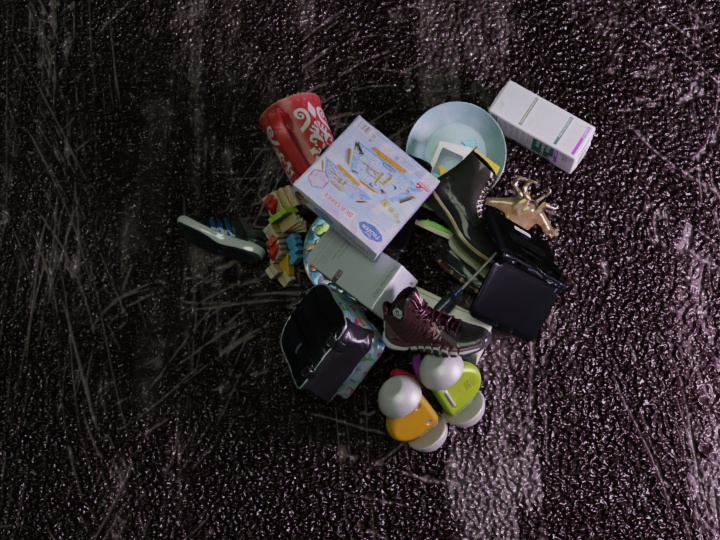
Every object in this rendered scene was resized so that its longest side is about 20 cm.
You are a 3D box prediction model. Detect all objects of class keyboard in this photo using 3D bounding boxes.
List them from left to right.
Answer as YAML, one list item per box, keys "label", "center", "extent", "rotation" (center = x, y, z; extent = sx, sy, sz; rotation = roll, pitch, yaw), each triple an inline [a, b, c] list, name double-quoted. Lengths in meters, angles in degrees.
- label: "keyboard"
  center: [0.061, -0.132, 1.583]
  extent: [0.103, 0.040, 0.201]
  rotation: [23, 68, -8]

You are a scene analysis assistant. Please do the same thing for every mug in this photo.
- label: "mug"
  center: [-0.122, -0.234, 1.670]
  extent: [0.133, 0.177, 0.201]
  rotation: [-34, 75, 43]

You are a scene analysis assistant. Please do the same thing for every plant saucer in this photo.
- label: "plant saucer"
  center: [0.190, -0.233, 1.669]
  extent: [0.199, 0.039, 0.203]
  rotation: [0, 92, 5]

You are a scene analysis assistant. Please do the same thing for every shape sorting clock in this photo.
- label: "shape sorting clock"
  center: [-0.020, -0.039, 1.667]
  extent: [0.198, 0.039, 0.202]
  rotation: [-2, 76, 8]

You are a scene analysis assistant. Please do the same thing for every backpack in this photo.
- label: "backpack"
  center: [-0.059, 0.129, 1.561]
  extent: [0.178, 0.150, 0.200]
  rotation: [-54, 37, 12]

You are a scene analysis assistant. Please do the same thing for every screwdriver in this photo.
- label: "screwdriver"
  center: [0.198, 0.026, 1.530]
  extent: [0.200, 0.028, 0.029]
  rotation: [-41, 43, -10]

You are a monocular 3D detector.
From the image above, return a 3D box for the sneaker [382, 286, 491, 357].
- label: "sneaker"
  center: [0.125, 0.084, 1.455]
  extent: [0.198, 0.076, 0.116]
  rotation: [0, 118, 20]

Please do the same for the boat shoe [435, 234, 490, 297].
- label: "boat shoe"
  center: [0.233, 0.020, 1.608]
  extent: [0.201, 0.074, 0.063]
  rotation: [43, 123, 5]

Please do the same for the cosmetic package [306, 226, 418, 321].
- label: "cosmetic package"
  center: [0.000, 0.000, 1.563]
  extent: [0.200, 0.074, 0.102]
  rotation: [33, 85, 40]

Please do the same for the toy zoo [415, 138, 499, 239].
- label: "toy zoo"
  center: [0.187, -0.165, 1.642]
  extent: [0.130, 0.020, 0.201]
  rotation: [24, 95, 3]

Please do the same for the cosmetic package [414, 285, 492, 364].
- label: "cosmetic package"
  center: [0.146, 0.097, 1.578]
  extent: [0.199, 0.104, 0.074]
  rotation: [25, 79, 12]

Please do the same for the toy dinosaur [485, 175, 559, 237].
- label: "toy dinosaur"
  center: [0.305, -0.128, 1.602]
  extent: [0.199, 0.058, 0.102]
  rotation: [22, 97, -3]

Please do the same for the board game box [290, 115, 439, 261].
- label: "board game box"
  center: [0.010, -0.153, 1.532]
  extent: [0.200, 0.041, 0.200]
  rotation: [40, 67, 4]

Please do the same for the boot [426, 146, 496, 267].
- label: "boot"
  center: [0.228, -0.119, 1.575]
  extent: [0.138, 0.077, 0.200]
  rotation: [-42, 90, 23]

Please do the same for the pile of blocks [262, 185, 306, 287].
- label: "pile of blocks"
  center: [-0.155, -0.067, 1.651]
  extent: [0.081, 0.062, 0.202]
  rotation: [-4, 92, 30]

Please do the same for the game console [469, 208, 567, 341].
- label: "game console"
  center: [0.277, 0.009, 1.547]
  extent: [0.116, 0.199, 0.177]
  rotation: [-39, 47, 29]

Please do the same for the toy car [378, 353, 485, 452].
- label: "toy car"
  center: [0.122, 0.220, 1.540]
  extent: [0.199, 0.175, 0.150]
  rotation: [-34, 36, 2]

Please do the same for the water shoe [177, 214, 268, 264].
- label: "water shoe"
  center: [-0.276, -0.077, 1.708]
  extent: [0.199, 0.072, 0.079]
  rotation: [22, 59, 9]

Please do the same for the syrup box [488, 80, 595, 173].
- label: "syrup box"
  center: [0.356, -0.283, 1.651]
  extent: [0.199, 0.079, 0.082]
  rotation: [34, 83, 14]

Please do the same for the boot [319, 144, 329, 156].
- label: "boot"
  center: [-0.003, -0.189, 1.620]
  extent: [0.174, 0.069, 0.201]
  rotation: [34, 53, -24]
